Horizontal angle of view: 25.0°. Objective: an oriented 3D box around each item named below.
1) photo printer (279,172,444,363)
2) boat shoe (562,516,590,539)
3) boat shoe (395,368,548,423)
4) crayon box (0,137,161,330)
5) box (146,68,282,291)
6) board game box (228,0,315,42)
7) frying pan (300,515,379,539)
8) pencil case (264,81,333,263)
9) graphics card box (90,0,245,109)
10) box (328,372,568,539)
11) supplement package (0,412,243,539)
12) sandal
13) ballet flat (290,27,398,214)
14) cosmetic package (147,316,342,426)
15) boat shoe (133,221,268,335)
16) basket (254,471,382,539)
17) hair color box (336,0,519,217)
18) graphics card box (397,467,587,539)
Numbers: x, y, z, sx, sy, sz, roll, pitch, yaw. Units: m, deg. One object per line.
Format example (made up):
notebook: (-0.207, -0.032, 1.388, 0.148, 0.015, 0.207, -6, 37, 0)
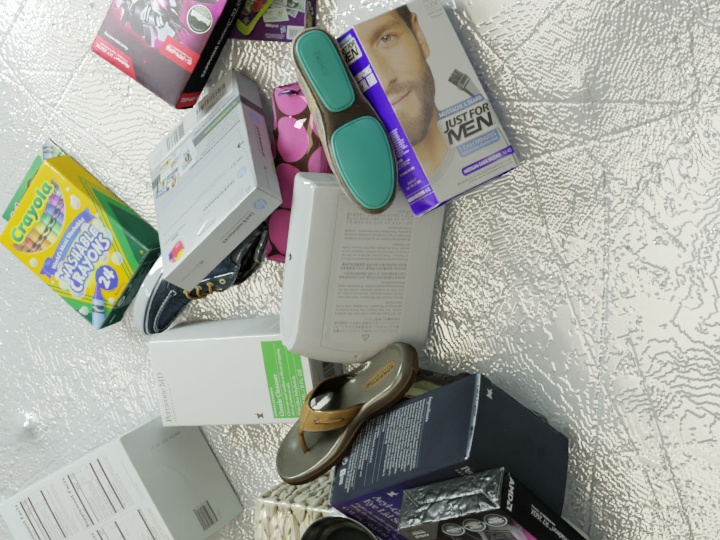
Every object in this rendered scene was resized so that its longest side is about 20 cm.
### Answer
photo printer: (0.000, 0.000, 1.707, 0.166, 0.069, 0.200, 0, 107, -22)
boat shoe: (0.230, 0.339, 1.718, 0.070, 0.071, 0.201, -44, 81, 25)
boat shoe: (0.108, 0.139, 1.732, 0.200, 0.065, 0.073, 14, 142, 3)
crayon box: (-0.336, -0.043, 1.900, 0.200, 0.052, 0.126, 40, 114, 12)
box: (-0.160, -0.100, 1.747, 0.156, 0.041, 0.200, -42, 38, 25)
board game box: (-0.142, -0.313, 1.769, 0.200, 0.032, 0.120, 8, 107, 22)
frying pan: (-0.036, 0.331, 1.707, 0.115, 0.031, 0.190, 51, 122, 12)
pencil case: (-0.056, -0.102, 1.739, 0.094, 0.091, 0.200, 18, 112, 41)
graphics card box: (-0.194, -0.290, 1.746, 0.125, 0.051, 0.200, 36, 111, 14)
box: (0.092, 0.207, 1.679, 0.148, 0.104, 0.200, 36, 138, -30)
supplement package: (-0.277, 0.276, 1.886, 0.200, 0.152, 0.151, -30, 89, 26)
sandal: (-0.023, 0.142, 1.696, 0.200, 0.055, 0.082, -41, 39, 20)
ballet flat: (-0.016, -0.150, 1.643, 0.068, 0.067, 0.200, -19, 89, -10)
cosmetic package: (-0.127, 0.112, 1.822, 0.200, 0.085, 0.108, -6, 102, 24)
boat shoe: (-0.180, 0.008, 1.829, 0.091, 0.071, 0.200, 36, 111, 17)
basket: (-0.038, 0.328, 1.804, 0.123, 0.136, 0.200, 9, 104, 26)
hair color box: (0.066, -0.169, 1.656, 0.200, 0.109, 0.065, 63, 154, 1)
graphics card box: (0.144, 0.273, 1.623, 0.125, 0.051, 0.200, -17, 135, 34)
